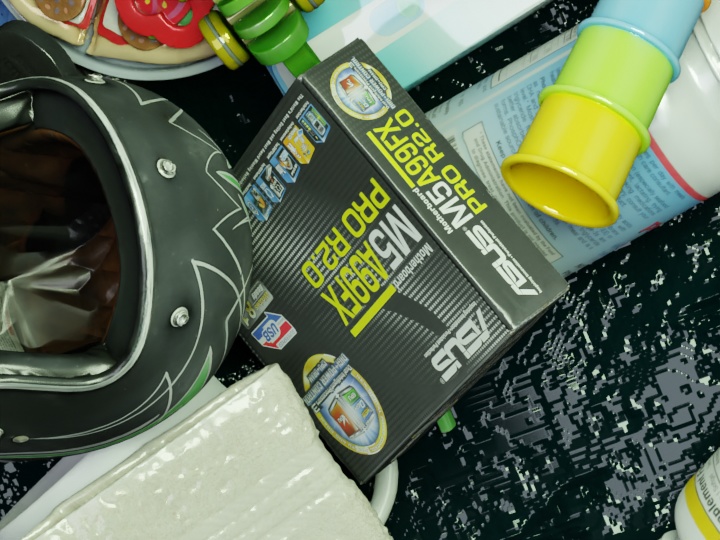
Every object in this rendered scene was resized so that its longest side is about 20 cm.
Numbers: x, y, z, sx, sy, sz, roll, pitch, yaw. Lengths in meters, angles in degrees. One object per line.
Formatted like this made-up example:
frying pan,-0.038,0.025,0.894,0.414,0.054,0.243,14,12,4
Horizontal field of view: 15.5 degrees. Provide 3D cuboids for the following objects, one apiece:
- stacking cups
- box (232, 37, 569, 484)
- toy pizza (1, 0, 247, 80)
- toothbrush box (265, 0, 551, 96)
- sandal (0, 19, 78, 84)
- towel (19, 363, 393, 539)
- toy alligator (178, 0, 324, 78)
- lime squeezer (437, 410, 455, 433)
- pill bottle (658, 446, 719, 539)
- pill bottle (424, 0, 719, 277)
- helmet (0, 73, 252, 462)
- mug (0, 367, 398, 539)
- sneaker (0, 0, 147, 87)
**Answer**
stacking cups,0.130,-0.120,1.248,0.060,0.061,0.200,21,71,10
box,0.000,0.000,1.319,0.160,0.044,0.200,51,147,7
toy pizza,-0.113,-0.193,1.322,0.200,0.032,0.201,4,103,18
toothbrush box,0.029,-0.179,1.343,0.200,0.085,0.147,-30,92,18
sandal,-0.209,-0.065,1.402,0.075,0.045,0.200,41,144,-2
towel,-0.088,0.155,1.331,0.200,0.034,0.133,-35,100,-7
toy alligator,-0.074,-0.161,1.270,0.059,0.054,0.200,-35,107,5
lime squeezer,-0.017,0.007,1.425,0.200,0.038,0.071,36,109,4
pill bottle,0.232,0.118,1.340,0.114,0.114,0.200,40,110,4
pill bottle,0.120,-0.068,1.331,0.200,0.109,0.109,-29,94,20
helmet,-0.147,-0.002,1.295,0.190,0.200,0.201,-19,98,-7
mug,-0.068,0.138,1.425,0.200,0.148,0.175,-44,95,-10
sneaker,-0.148,-0.149,1.402,0.111,0.077,0.200,33,113,13
